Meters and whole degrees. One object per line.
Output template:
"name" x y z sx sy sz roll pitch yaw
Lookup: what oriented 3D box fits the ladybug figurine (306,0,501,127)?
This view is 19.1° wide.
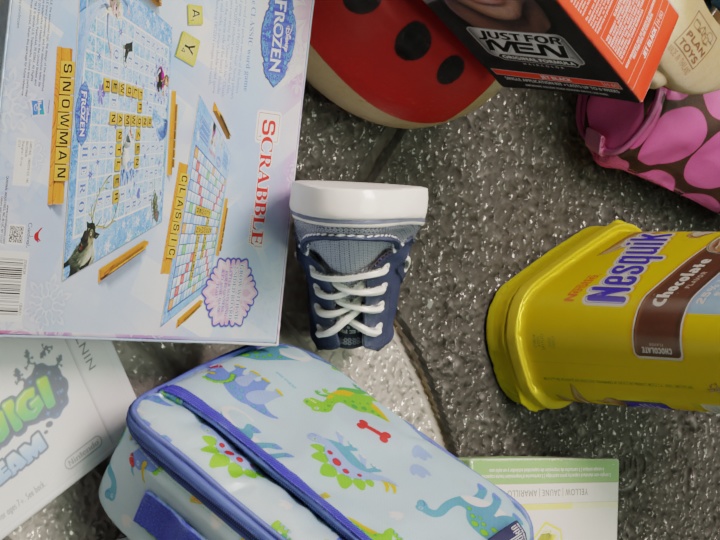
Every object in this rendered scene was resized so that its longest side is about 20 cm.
"ladybug figurine" 0.025 -0.154 1.213 0.200 0.072 0.136 18 78 -43

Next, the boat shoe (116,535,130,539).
"boat shoe" -0.053 0.159 1.156 0.200 0.072 0.068 15 51 -32

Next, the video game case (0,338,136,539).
"video game case" -0.207 0.049 1.027 0.200 0.024 0.182 -38 116 -39

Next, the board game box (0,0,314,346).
"board game box" -0.113 -0.064 1.067 0.199 0.041 0.200 5 92 -47

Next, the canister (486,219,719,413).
"canister" 0.199 0.029 1.309 0.148 0.200 0.087 -32 113 -40

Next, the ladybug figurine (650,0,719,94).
"ladybug figurine" 0.205 -0.192 1.309 0.136 0.072 0.200 50 58 -34

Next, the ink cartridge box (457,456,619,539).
"ink cartridge box" 0.097 0.215 1.318 0.145 0.048 0.200 5 84 -45

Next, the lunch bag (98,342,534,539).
"lunch bag" -0.023 0.126 1.084 0.161 0.200 0.083 -19 140 -51

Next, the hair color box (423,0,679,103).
"hair color box" 0.075 -0.167 1.115 0.200 0.101 0.061 42 67 -45

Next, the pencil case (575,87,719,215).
"pencil case" 0.224 -0.087 1.420 0.200 0.091 0.094 20 111 -41

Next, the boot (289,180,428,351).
"boot" 0.000 0.000 1.142 0.200 0.073 0.091 5 89 -85
